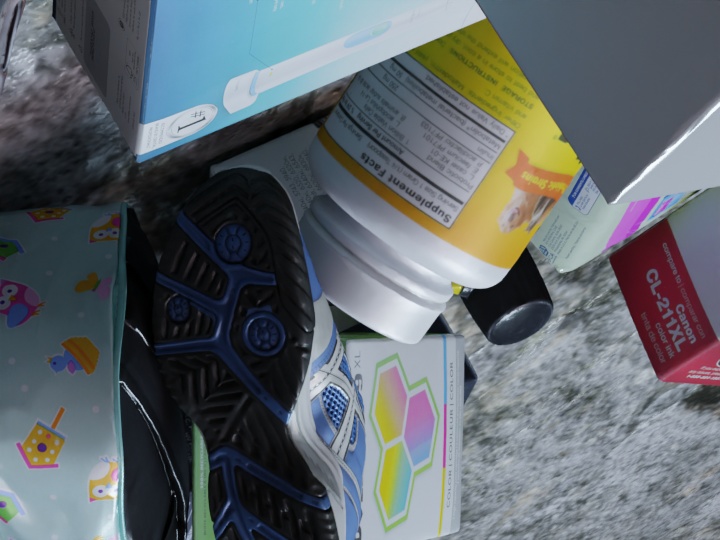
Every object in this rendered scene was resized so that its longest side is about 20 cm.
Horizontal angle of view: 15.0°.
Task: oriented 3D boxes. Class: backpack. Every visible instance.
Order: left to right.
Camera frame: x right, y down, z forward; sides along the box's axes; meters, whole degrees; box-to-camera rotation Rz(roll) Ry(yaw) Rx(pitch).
[{"bbox_3d":[-0.152,0.068,1.259,0.152,0.177,0.201,5,138,-4],"label":"backpack"}]

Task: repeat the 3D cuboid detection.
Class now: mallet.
[{"bbox_3d":[0.000,0.000,1.320,0.199,0.066,0.041,2,140,-29],"label":"mallet"}]

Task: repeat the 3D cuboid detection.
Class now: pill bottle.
[{"bbox_3d":[0.050,-0.070,1.239,0.201,0.109,0.109,-56,152,11],"label":"pill bottle"}]

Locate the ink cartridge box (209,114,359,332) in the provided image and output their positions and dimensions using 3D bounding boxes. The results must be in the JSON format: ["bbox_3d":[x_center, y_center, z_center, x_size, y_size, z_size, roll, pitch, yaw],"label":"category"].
[{"bbox_3d":[-0.012,-0.023,1.381,0.199,0.068,0.116,-25,156,-16],"label":"ink cartridge box"}]

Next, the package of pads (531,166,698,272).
[{"bbox_3d":[0.179,-0.100,1.429,0.199,0.068,0.155,-32,162,-30],"label":"package of pads"}]

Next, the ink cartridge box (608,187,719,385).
[{"bbox_3d":[0.261,-0.017,1.489,0.145,0.083,0.200,6,147,-46],"label":"ink cartridge box"}]

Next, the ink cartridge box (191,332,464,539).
[{"bbox_3d":[-0.012,0.084,1.335,0.059,0.105,0.200,1,180,24],"label":"ink cartridge box"}]

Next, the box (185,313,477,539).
[{"bbox_3d":[-0.058,0.086,1.505,0.199,0.107,0.149,-21,156,-25],"label":"box"}]

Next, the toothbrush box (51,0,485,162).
[{"bbox_3d":[-0.016,-0.146,1.089,0.199,0.086,0.147,-23,157,-18],"label":"toothbrush box"}]

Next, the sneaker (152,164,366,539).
[{"bbox_3d":[-0.041,0.048,1.219,0.075,0.201,0.077,-1,-163,19],"label":"sneaker"}]

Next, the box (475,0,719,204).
[{"bbox_3d":[0.156,-0.113,1.114,0.199,0.125,0.097,-10,152,-49],"label":"box"}]

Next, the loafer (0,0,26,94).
[{"bbox_3d":[-0.166,-0.058,1.113,0.063,0.072,0.200,-25,155,-24],"label":"loafer"}]
